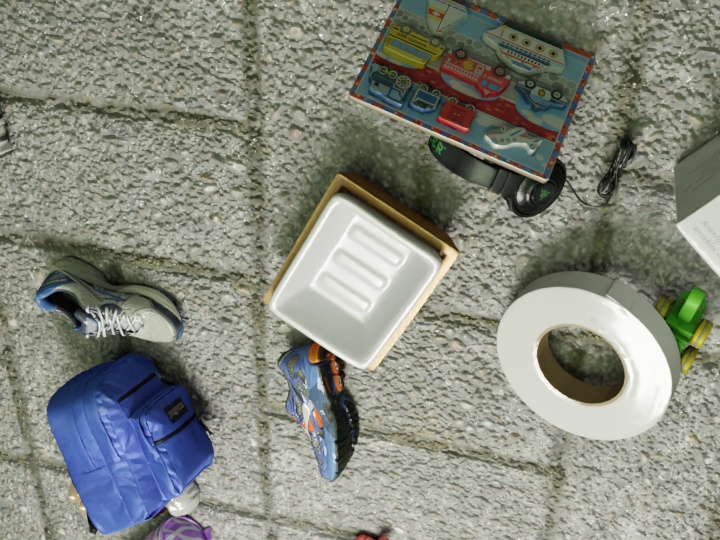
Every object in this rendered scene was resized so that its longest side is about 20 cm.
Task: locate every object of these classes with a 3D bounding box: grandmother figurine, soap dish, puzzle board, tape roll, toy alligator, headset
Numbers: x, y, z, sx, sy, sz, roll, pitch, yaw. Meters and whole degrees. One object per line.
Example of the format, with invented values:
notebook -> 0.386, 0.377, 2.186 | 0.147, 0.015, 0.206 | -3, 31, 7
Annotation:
grandmother figurine -> -0.334, 0.334, 1.332 | 0.198, 0.061, 0.122 | -2, 146, 16
soap dish -> 0.000, 0.000, 1.011 | 0.157, 0.081, 0.201 | 33, 123, -2
puzzle board -> 0.108, -0.184, 0.838 | 0.199, 0.152, 0.017 | 24, 158, 4
tape roll -> 0.246, 0.094, 0.977 | 0.202, 0.037, 0.204 | 20, 130, 26
toy alligator -> 0.333, 0.084, 0.968 | 0.059, 0.054, 0.201 | 29, 134, 20
headset -> 0.167, -0.114, 0.874 | 0.198, 0.124, 0.094 | 16, 120, -13

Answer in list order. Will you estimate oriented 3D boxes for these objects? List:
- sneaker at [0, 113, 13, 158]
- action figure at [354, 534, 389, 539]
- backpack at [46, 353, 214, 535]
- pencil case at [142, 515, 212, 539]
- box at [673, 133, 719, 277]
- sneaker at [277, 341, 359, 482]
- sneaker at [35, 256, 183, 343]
sneaker -> -0.528, -0.192, 1.093 | 0.199, 0.076, 0.116 | -1, 110, 10
action figure -> -0.023, 0.449, 1.271 | 0.065, 0.099, 0.200 | 37, 121, -6
backpack -> -0.302, 0.213, 1.193 | 0.167, 0.163, 0.201 | -24, 96, 19
pencil case -> -0.313, 0.455, 1.379 | 0.085, 0.084, 0.200 | 16, 134, -34
box -> 0.424, -0.056, 0.808 | 0.199, 0.131, 0.200 | 45, 122, -10
sneaker -> -0.054, 0.179, 1.147 | 0.078, 0.075, 0.202 | 1, 111, 28
sneaker -> -0.327, 0.058, 1.151 | 0.198, 0.085, 0.078 | 19, 123, 6
